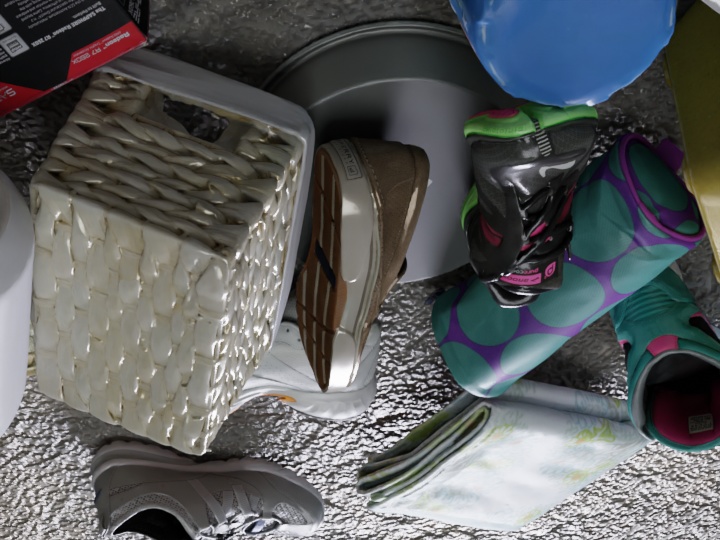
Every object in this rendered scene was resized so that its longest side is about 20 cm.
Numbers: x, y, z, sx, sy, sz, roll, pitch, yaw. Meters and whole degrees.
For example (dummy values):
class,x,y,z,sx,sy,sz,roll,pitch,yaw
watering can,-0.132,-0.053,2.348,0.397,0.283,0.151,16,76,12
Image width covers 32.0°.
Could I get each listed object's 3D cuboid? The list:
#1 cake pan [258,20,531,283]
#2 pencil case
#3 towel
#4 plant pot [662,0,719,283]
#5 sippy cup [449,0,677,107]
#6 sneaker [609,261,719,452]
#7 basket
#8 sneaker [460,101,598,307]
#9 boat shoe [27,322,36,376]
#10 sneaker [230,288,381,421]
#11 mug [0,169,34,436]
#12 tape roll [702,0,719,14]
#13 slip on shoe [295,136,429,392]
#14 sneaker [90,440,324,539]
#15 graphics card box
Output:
class,x,y,z,sx,sy,sz,roll,pitch,yaw
cake pan,0.021,-0.063,0.786,0.197,0.037,0.202,-3,137,-3
pencil case,0.132,-0.001,0.828,0.085,0.092,0.200,45,127,-3
towel,0.116,0.149,0.988,0.198,0.049,0.171,13,141,-38
plant pot,0.279,-0.080,0.690,0.197,0.196,0.196,-15,137,20
sippy cup,0.095,-0.156,0.619,0.176,0.132,0.140,-23,133,15
sneaker,0.240,0.083,0.902,0.083,0.122,0.200,-25,134,21
basket,-0.117,-0.006,0.742,0.134,0.124,0.202,20,136,6
sneaker,0.096,-0.034,0.696,0.075,0.085,0.200,-10,161,1
boat shoe,-0.273,0.073,0.866,0.199,0.073,0.064,-27,96,14
sneaker,-0.078,0.049,0.881,0.197,0.076,0.093,1,130,-18
mug,-0.252,0.015,0.651,0.185,0.150,0.154,-22,156,-38
tape roll,0.174,-0.184,0.549,0.200,0.204,0.071,22,131,-27
slip on shoe,0.000,0.000,0.777,0.060,0.076,0.202,-12,136,-19
sneaker,-0.125,0.201,1.021,0.197,0.083,0.075,10,136,-16
graphics card box,-0.210,-0.174,0.633,0.124,0.051,0.200,-22,136,18
